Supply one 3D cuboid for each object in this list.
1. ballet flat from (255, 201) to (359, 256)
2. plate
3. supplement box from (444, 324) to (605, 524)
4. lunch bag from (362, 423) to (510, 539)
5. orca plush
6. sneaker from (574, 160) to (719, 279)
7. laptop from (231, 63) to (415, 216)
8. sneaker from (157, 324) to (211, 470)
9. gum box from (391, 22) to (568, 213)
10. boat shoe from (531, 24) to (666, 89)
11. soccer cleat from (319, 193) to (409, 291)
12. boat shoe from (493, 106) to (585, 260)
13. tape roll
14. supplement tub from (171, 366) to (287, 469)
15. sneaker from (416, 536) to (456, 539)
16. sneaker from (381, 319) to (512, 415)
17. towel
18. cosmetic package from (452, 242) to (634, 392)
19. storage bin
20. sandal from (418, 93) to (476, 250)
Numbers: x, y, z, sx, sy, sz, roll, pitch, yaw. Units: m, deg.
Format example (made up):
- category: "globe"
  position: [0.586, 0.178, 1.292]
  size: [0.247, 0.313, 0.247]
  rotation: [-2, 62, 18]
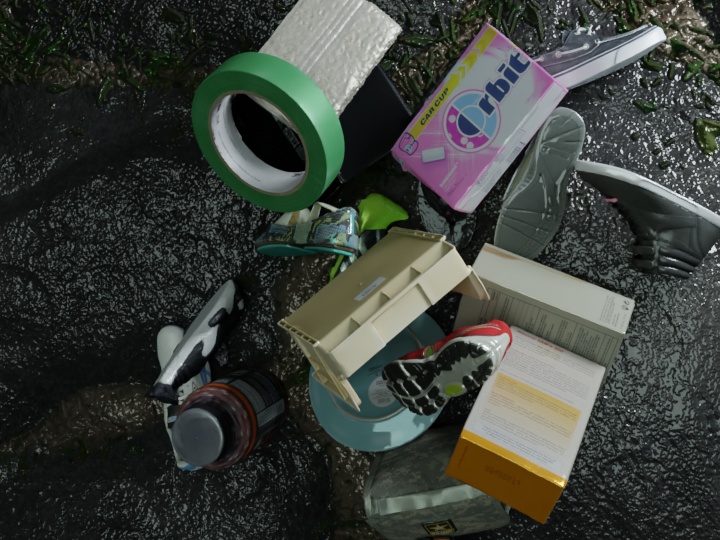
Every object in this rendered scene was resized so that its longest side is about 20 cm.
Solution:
- category: "ballet flat"
  position: [-0.066, -0.053, 1.279]
  size: [0.198, 0.073, 0.076]
  rotation: [2, 96, 49]
- category: "plate"
  position: [0.021, 0.129, 1.273]
  size: [0.197, 0.026, 0.203]
  rotation: [-9, 62, 17]
- category: "supplement box"
  position: [0.190, 0.170, 1.136]
  size: [0.124, 0.201, 0.074]
  rotation: [25, 133, 11]
- category: "lunch bag"
  position: [0.100, 0.263, 1.220]
  size: [0.161, 0.200, 0.120]
  rotation: [-12, 91, 14]
- category: "orca plush"
  position: [-0.199, 0.107, 1.317]
  size: [0.071, 0.201, 0.105]
  rotation: [42, 131, -16]
- category: "sneaker"
  position: [0.333, -0.056, 1.189]
  size: [0.197, 0.071, 0.100]
  rotation: [25, 98, -3]
- category: "laptop"
  position: [-0.057, -0.194, 1.326]
  size: [0.200, 0.115, 0.189]
  rotation: [-39, 83, 43]
- category: "sneaker"
  position: [-0.243, 0.174, 1.370]
  size: [0.071, 0.072, 0.204]
  rotation: [-13, 89, 17]
- category: "gum box"
  position: [0.139, -0.175, 1.195]
  size: [0.113, 0.066, 0.201]
  rotation: [44, 106, 21]
- category: "boat shoe"
  position: [0.266, -0.263, 1.208]
  size: [0.197, 0.072, 0.069]
  rotation: [-21, 90, 22]
- category: "soccer cleat"
  position: [0.000, 0.000, 1.299]
  size: [0.080, 0.068, 0.203]
  rotation: [23, 99, -1]
- category: "boat shoe"
  position: [0.221, -0.104, 1.238]
  size: [0.073, 0.065, 0.205]
  rotation: [17, 104, 0]
- category: "tape roll"
  position: [-0.116, -0.168, 1.234]
  size: [0.198, 0.048, 0.203]
  rotation: [21, 137, 20]
- category: "supplement tub"
  position: [-0.172, 0.193, 1.286]
  size: [0.105, 0.200, 0.109]
  rotation: [1, 95, 15]
- category: "sneaker"
  position: [0.109, 0.404, 1.246]
  size: [0.074, 0.201, 0.079]
  rotation: [-9, 52, 22]
- category: "sneaker"
  position: [0.106, 0.111, 1.170]
  size: [0.199, 0.085, 0.078]
  rotation: [-26, 99, 48]
- category: "towel"
  position: [-0.051, -0.272, 1.268]
  size: [0.132, 0.034, 0.201]
  rotation: [37, 79, -1]
- category: "cosmetic package"
  position: [0.222, 0.056, 1.220]
  size: [0.197, 0.071, 0.106]
  rotation: [23, 131, 12]
- category: "storage bin"
  position: [0.024, 0.050, 1.176]
  size: [0.199, 0.198, 0.094]
  rotation: [-39, 107, -11]
- category: "sandal"
  position: [0.104, -0.125, 1.268]
  size: [0.074, 0.048, 0.204]
  rotation: [-5, 93, 15]
